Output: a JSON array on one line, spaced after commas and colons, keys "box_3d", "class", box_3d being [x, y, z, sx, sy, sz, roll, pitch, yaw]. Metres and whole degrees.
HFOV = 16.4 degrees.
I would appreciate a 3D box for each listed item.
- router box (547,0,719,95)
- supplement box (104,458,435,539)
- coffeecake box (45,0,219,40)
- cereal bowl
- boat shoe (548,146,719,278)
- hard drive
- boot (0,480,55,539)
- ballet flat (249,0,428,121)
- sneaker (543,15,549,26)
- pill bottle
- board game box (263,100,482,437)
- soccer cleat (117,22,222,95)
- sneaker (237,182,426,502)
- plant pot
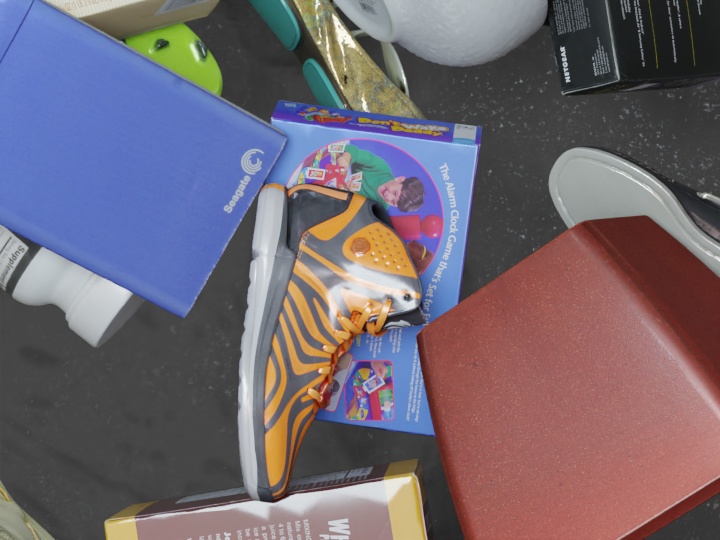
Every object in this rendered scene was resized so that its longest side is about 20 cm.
[{"box_3d": [0.172, -0.216, 1.595, 0.051, 0.149, 0.201, -10, 88, 41], "class": "router box"}, {"box_3d": [-0.043, 0.236, 1.604, 0.199, 0.133, 0.198, -10, 89, 3], "class": "supplement box"}, {"box_3d": [-0.188, -0.247, 1.593, 0.153, 0.073, 0.201, -19, 81, -29], "class": "coffeecake box"}, {"box_3d": [0.021, -0.204, 1.558, 0.083, 0.200, 0.200, -39, 88, -14], "class": "cereal bowl"}, {"box_3d": [0.215, -0.021, 1.633, 0.199, 0.060, 0.074, 32, 124, 6], "class": "boat shoe"}, {"box_3d": [-0.161, -0.072, 1.530, 0.199, 0.025, 0.132, 28, 97, -21], "class": "hard drive"}, {"box_3d": [-0.268, 0.162, 1.603, 0.200, 0.155, 0.073, 44, 91, 2], "class": "boot"}, {"box_3d": [-0.020, -0.156, 1.646, 0.071, 0.071, 0.201, -32, 89, 2], "class": "ballet flat"}, {"box_3d": [0.087, -0.241, 1.649, 0.200, 0.072, 0.083, 39, 66, 2], "class": "sneaker"}, {"box_3d": [-0.216, -0.050, 1.623, 0.200, 0.116, 0.117, 40, 91, 2], "class": "pill bottle"}, {"box_3d": [0.000, 0.000, 1.617, 0.134, 0.045, 0.201, 8, 109, 2], "class": "board game box"}, {"box_3d": [-0.186, -0.155, 1.652, 0.199, 0.081, 0.068, 25, 62, -17], "class": "soccer cleat"}, {"box_3d": [-0.016, 0.045, 1.539, 0.111, 0.078, 0.201, 6, 80, 0], "class": "sneaker"}, {"box_3d": [0.150, 0.076, 1.553, 0.200, 0.200, 0.177, -35, 78, 22], "class": "plant pot"}]
